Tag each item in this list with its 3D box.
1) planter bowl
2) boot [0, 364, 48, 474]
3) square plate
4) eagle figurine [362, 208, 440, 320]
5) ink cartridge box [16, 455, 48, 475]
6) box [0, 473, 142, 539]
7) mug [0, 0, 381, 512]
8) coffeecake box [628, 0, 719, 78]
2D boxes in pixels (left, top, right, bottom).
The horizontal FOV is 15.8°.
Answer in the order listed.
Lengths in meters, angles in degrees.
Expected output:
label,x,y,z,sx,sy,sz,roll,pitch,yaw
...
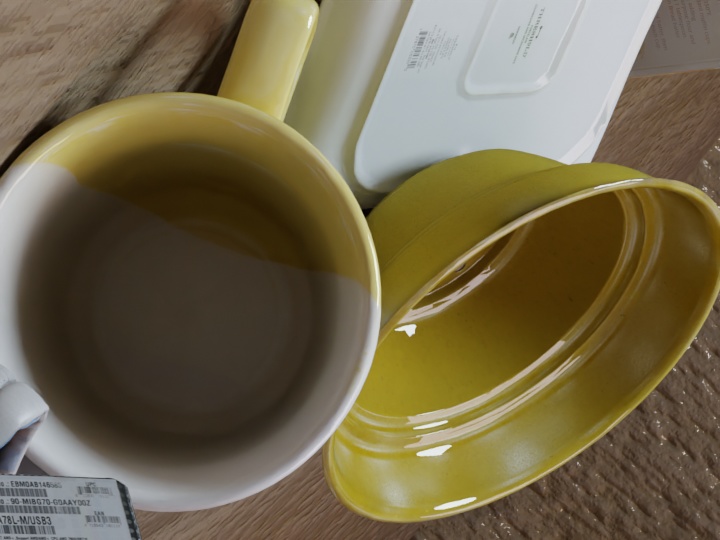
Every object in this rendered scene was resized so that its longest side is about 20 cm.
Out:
label,x,y,z,sx,sy,sz,roll,pitch,yaw
planter bowl,0.051,0.010,1.101,0.200,0.083,0.200,-25,146,-18
boot,-0.185,0.094,0.853,0.200,0.096,0.074,-54,170,20
square plate,0.061,-0.103,1.091,0.198,0.028,0.200,-7,130,-42
eagle figurine,-0.006,-0.001,1.256,0.151,0.152,0.200,-1,138,-50
ink cartridge box,-0.150,0.116,1.013,0.116,0.067,0.200,-52,-170,6
box,-0.190,0.135,0.809,0.200,0.048,0.193,5,138,-28
mug,-0.054,0.003,0.995,0.187,0.149,0.153,-39,178,-2
coffeecake box,0.172,-0.156,1.301,0.200,0.073,0.154,-4,-158,35
